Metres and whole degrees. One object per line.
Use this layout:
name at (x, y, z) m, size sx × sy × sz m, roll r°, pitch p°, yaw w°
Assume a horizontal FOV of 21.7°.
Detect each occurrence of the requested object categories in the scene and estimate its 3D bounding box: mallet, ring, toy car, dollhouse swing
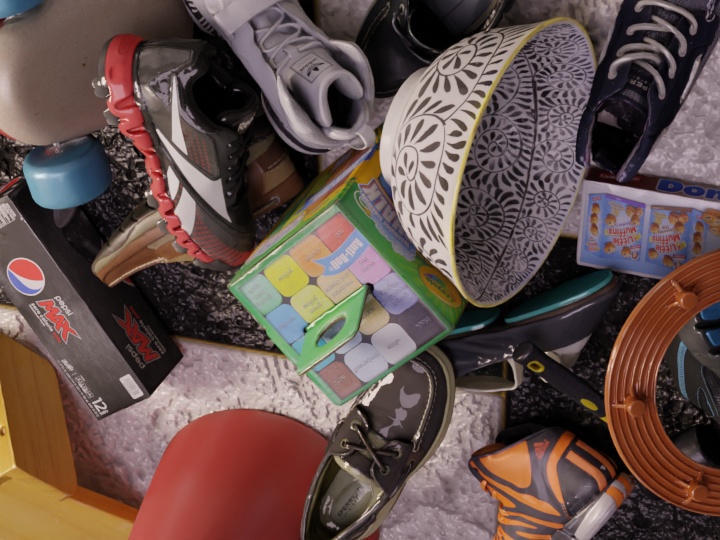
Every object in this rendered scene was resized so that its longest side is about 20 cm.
mallet at (0.178, 0.111, 1.383) m, size 0.200 × 0.041 × 0.066 m, roll 29°, pitch 130°, yaw -25°
ring at (0.267, 0.079, 1.296) m, size 0.200 × 0.019 × 0.201 m, roll -3°, pitch 107°, yaw -10°
toy car at (-0.242, -0.173, 1.382) m, size 0.200 × 0.177 × 0.185 m, roll 20°, pitch 135°, yaw 45°
dollhouse swing at (-0.308, 0.171, 1.654) m, size 0.200 × 0.176 × 0.182 m, roll -31°, pitch 62°, yaw 33°

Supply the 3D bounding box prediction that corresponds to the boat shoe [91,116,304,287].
boat shoe at (-0.125, -0.036, 1.438) m, size 0.200 × 0.076 × 0.074 m, roll -34°, pitch 105°, yaw 34°

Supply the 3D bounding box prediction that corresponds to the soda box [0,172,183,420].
soda box at (-0.232, 0.017, 1.511) m, size 0.063 × 0.071 × 0.200 m, roll -24°, pitch 107°, yaw 32°

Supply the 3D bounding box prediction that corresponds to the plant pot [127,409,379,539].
plant pot at (-0.105, 0.239, 1.525) m, size 0.200 × 0.177 × 0.201 m, roll 9°, pitch 120°, yaw 16°

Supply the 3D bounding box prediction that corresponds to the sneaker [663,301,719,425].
sneaker at (0.281, 0.086, 1.363) m, size 0.200 × 0.073 × 0.082 m, roll 53°, pitch 152°, yaw -18°

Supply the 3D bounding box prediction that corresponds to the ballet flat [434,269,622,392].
ballet flat at (0.118, 0.053, 1.395) m, size 0.200 × 0.073 × 0.073 m, roll -17°, pitch 111°, yaw 35°

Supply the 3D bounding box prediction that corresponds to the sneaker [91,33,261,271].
sneaker at (-0.107, -0.082, 1.320) m, size 0.098 × 0.071 × 0.201 m, roll -9°, pitch 126°, yaw 21°

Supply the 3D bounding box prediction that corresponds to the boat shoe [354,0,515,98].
boat shoe at (0.055, -0.177, 1.289) m, size 0.199 × 0.066 × 0.075 m, roll -35°, pitch 103°, yaw 33°

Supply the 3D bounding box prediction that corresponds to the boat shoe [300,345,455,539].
boat shoe at (0.010, 0.141, 1.422) m, size 0.072 × 0.066 × 0.201 m, roll 34°, pitch 123°, yaw 11°

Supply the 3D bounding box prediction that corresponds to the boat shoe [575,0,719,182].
boat shoe at (0.199, -0.149, 1.232) m, size 0.075 × 0.093 × 0.200 m, roll 21°, pitch 124°, yaw 9°

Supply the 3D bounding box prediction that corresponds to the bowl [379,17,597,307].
bowl at (0.074, -0.083, 1.270) m, size 0.094 × 0.201 × 0.201 m, roll 19°, pitch 125°, yaw 27°

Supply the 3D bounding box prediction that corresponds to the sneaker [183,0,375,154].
sneaker at (-0.054, -0.164, 1.305) m, size 0.075 × 0.115 × 0.200 m, roll -37°, pitch 110°, yaw -11°

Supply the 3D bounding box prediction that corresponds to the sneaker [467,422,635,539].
sneaker at (0.124, 0.191, 1.479) m, size 0.112 × 0.078 × 0.200 m, roll 41°, pitch 125°, yaw 9°

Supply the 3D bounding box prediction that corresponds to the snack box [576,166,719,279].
snack box at (0.254, -0.022, 1.325) m, size 0.200 × 0.024 × 0.072 m, roll 11°, pitch 123°, yaw 16°

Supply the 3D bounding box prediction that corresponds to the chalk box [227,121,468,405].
chalk box at (0.000, 0.000, 1.331) m, size 0.124 × 0.200 × 0.124 m, roll -35°, pitch 101°, yaw 33°
